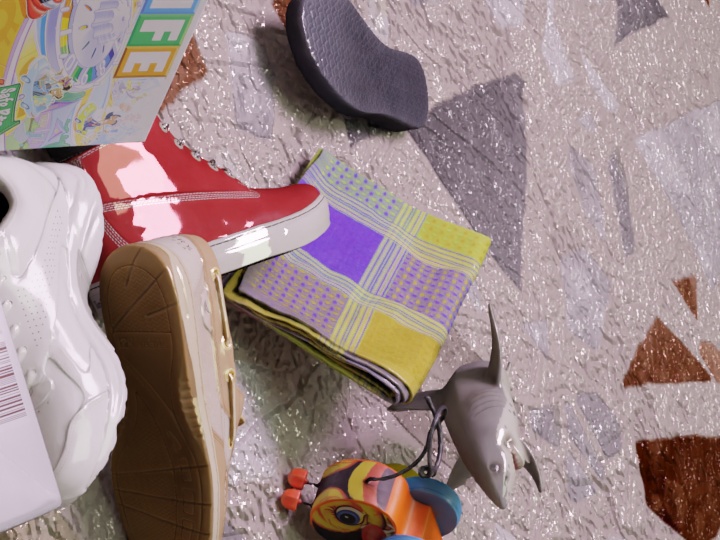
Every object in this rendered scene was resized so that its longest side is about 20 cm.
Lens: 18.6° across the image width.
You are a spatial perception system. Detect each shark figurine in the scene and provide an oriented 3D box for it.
[{"bbox_3d":[0.064,0.094,1.450,0.214,0.089,0.129,37,42,-84],"label":"shark figurine"}]

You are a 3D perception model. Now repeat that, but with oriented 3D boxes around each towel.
[{"bbox_3d":[0.000,0.000,1.432,0.143,0.023,0.200,30,37,3],"label":"towel"}]

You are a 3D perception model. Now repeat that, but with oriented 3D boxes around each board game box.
[{"bbox_3d":[-0.143,-0.142,1.117,0.134,0.200,0.034,-7,53,-34],"label":"board game box"}]

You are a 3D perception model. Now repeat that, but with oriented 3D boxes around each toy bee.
[{"bbox_3d":[0.009,0.155,1.391,0.131,0.108,0.201,-53,146,-63],"label":"toy bee"}]

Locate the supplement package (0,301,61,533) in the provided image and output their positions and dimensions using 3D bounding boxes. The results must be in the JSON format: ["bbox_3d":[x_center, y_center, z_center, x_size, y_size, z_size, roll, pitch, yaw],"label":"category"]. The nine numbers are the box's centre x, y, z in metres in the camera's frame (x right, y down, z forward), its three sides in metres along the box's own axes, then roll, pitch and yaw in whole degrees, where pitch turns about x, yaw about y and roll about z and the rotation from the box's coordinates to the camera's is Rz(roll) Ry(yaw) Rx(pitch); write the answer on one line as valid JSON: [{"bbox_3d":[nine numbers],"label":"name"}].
[{"bbox_3d":[-0.242,0.075,0.891,0.109,0.199,0.114,-17,91,-59],"label":"supplement package"}]

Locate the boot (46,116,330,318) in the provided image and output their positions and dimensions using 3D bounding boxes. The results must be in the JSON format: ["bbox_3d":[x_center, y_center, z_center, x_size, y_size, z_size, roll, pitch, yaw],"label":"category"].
[{"bbox_3d":[-0.103,-0.065,1.315,0.200,0.072,0.145,-19,90,-52],"label":"boot"}]

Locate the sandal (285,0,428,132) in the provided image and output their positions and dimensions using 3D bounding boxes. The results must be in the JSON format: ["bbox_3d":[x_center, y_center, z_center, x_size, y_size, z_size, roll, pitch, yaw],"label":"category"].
[{"bbox_3d":[-0.008,-0.138,1.558,0.200,0.043,0.077,30,57,-62],"label":"sandal"}]

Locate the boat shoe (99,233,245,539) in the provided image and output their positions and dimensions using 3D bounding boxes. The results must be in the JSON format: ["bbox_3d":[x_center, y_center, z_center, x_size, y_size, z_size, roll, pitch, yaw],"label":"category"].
[{"bbox_3d":[-0.095,0.076,1.223,0.069,0.073,0.201,-26,119,-53],"label":"boat shoe"}]

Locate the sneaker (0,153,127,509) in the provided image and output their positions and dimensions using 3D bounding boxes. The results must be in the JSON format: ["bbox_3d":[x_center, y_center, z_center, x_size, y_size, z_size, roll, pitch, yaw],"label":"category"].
[{"bbox_3d":[-0.185,0.028,1.152,0.099,0.078,0.201,19,50,-47],"label":"sneaker"}]
